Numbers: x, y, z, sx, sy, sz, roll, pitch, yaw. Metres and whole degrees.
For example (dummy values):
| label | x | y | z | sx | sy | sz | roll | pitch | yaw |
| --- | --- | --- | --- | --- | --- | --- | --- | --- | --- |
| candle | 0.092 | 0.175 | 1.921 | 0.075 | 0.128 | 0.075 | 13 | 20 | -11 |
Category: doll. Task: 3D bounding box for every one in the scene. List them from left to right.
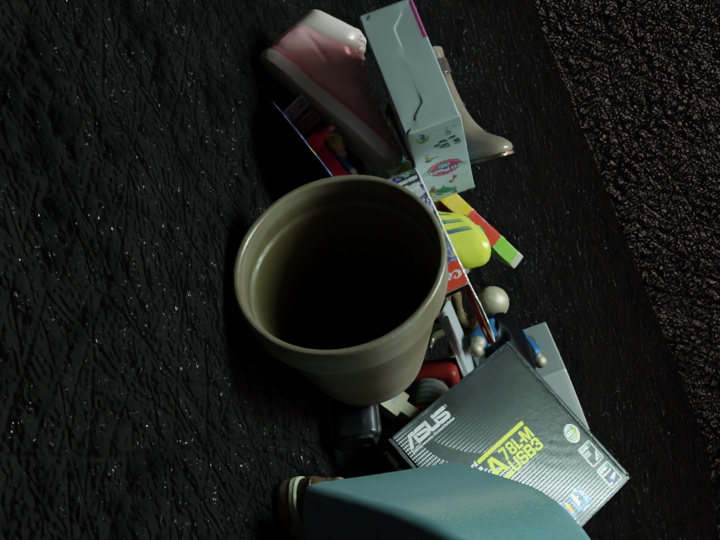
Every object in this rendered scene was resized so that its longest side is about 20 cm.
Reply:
| label | x | y | z | sx | sy | sz | roll | pitch | yaw |
| --- | --- | --- | --- | --- | --- | --- | --- | --- | --- |
| doll | 0.170 | 0.108 | 1.469 | 0.136 | 0.048 | 0.201 | 18 | 53 | -41 |

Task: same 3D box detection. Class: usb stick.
| label | x | y | z | sx | sy | sz | roll | pitch | yaw |
| --- | --- | --- | --- | --- | --- | --- | --- | --- | --- |
| usb stick | -0.012 | 0.093 | 1.313 | 0.033 | 0.055 | 0.201 | 61 | 19 | -53 |

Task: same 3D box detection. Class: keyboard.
| label | x | y | z | sx | sy | sz | roll | pitch | yaw |
| --- | --- | --- | --- | --- | --- | --- | --- | --- | --- |
| keyboard | 0.133 | 0.133 | 1.453 | 0.056 | 0.011 | 0.201 | -60 | 129 | -71 |

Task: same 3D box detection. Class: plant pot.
| label | x | y | z | sx | sy | sz | roll | pitch | yaw |
| --- | --- | --- | --- | --- | --- | --- | --- | --- | --- |
| plant pot | -0.006 | 0.038 | 1.221 | 0.174 | 0.199 | 0.201 | 72 | 12 | -55 |
| plant pot | 0.089 | 0.278 | 1.072 | 0.196 | 0.199 | 0.197 | -1 | 89 | -42 |

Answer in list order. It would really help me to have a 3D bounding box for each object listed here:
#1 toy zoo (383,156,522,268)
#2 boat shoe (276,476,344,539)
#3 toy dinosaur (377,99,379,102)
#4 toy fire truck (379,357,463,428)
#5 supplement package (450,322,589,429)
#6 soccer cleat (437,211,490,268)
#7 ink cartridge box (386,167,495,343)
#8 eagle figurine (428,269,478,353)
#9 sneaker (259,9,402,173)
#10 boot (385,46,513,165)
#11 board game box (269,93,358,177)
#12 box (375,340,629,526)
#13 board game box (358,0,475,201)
| label | x | y | z | sx | sy | sz | roll | pitch | yaw |
| --- | --- | --- | --- | --- | --- | --- | --- | --- | --- |
| toy zoo | 0.100 | -0.081 | 1.548 | 0.200 | 0.021 | 0.131 | 39 | -4 | -36 |
| boat shoe | -0.001 | 0.239 | 1.196 | 0.202 | 0.074 | 0.075 | 37 | 40 | -59 |
| toy dinosaur | -0.026 | -0.212 | 1.537 | 0.102 | 0.077 | 0.201 | -59 | 135 | -49 |
| toy fire truck | 0.059 | 0.151 | 1.401 | 0.176 | 0.128 | 0.201 | -78 | 155 | -54 |
| supplement package | 0.205 | 0.185 | 1.626 | 0.200 | 0.151 | 0.151 | -85 | 153 | -76 |
| soccer cleat | 0.061 | -0.045 | 1.465 | 0.083 | 0.200 | 0.065 | -21 | 128 | -42 |
| ink cartridge box | 0.080 | -0.005 | 1.364 | 0.109 | 0.050 | 0.201 | 59 | 7 | -85 |
| eagle figurine | 0.080 | 0.011 | 1.577 | 0.200 | 0.150 | 0.152 | 49 | -43 | 39 |
| sneaker | -0.007 | -0.206 | 1.411 | 0.200 | 0.105 | 0.075 | 42 | -13 | -13 |
| boot | 0.100 | -0.194 | 1.518 | 0.070 | 0.199 | 0.147 | -12 | 94 | -36 |
| board game box | -0.021 | -0.116 | 1.380 | 0.200 | 0.039 | 0.158 | 51 | 0 | -43 |
| box | 0.148 | 0.199 | 1.297 | 0.200 | 0.048 | 0.193 | -33 | 79 | -35 |
| board game box | 0.065 | -0.179 | 1.377 | 0.200 | 0.064 | 0.148 | 63 | 7 | -71 |
